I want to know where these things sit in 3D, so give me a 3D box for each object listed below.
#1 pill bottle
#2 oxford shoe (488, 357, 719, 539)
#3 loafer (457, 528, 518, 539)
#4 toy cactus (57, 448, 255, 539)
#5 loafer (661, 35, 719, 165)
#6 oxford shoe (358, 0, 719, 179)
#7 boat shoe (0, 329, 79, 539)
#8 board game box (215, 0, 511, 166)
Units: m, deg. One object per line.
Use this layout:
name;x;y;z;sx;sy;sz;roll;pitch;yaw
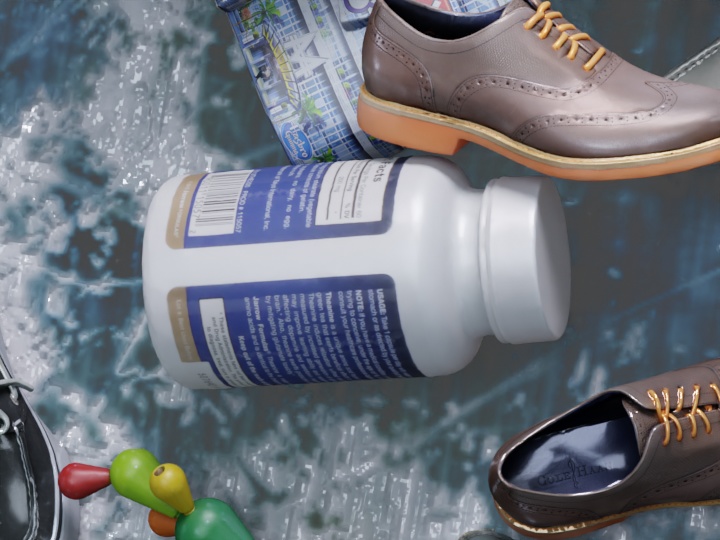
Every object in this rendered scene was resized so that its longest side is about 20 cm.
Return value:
pill bottle;0.000;0.000;1.461;0.199;0.111;0.111;-4;80;16
oxford shoe;0.158;0.080;1.413;0.200;0.073;0.071;-22;73;2
loafer;0.116;0.165;1.388;0.200;0.072;0.063;33;128;44
toy cactus;-0.066;0.172;1.470;0.165;0.102;0.200;-19;67;3
loafer;0.227;-0.111;1.432;0.200;0.070;0.070;-27;74;11
oxford shoe;0.093;-0.092;1.408;0.200;0.071;0.073;8;114;17
boat shoe;-0.207;0.070;1.534;0.073;0.068;0.200;-20;76;13
board game box;0.021;-0.176;1.511;0.200;0.062;0.200;-25;74;12
